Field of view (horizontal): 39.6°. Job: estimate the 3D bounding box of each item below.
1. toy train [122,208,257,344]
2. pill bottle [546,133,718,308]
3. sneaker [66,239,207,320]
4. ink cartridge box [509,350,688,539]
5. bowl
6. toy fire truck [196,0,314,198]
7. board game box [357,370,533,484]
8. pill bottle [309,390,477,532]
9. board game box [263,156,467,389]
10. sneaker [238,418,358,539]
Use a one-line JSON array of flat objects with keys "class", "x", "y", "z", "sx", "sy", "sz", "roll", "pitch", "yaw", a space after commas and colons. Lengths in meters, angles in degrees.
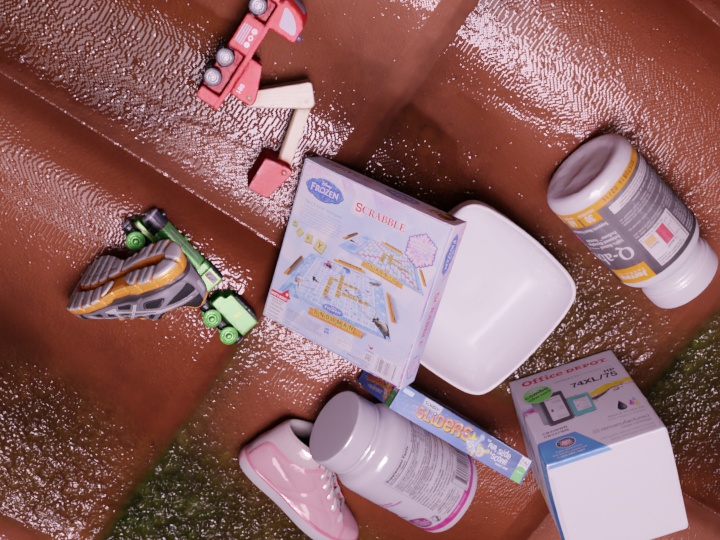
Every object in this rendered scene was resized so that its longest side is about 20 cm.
[{"class": "toy train", "x": -0.198, "y": 0.007, "z": 1.180, "sx": 0.056, "sy": 0.042, "sz": 0.200, "roll": -41, "pitch": 111, "yaw": 1}, {"class": "pill bottle", "x": 0.320, "y": -0.054, "z": 1.166, "sx": 0.116, "sy": 0.117, "sz": 0.200, "roll": -43, "pitch": 110, "yaw": 12}, {"class": "sneaker", "x": -0.257, "y": 0.027, "z": 1.132, "sx": 0.198, "sy": 0.079, "sz": 0.077, "roll": -11, "pitch": 138, "yaw": 37}, {"class": "ink cartridge box", "x": 0.286, "y": 0.222, "z": 1.230, "sx": 0.145, "sy": 0.200, "sz": 0.147, "roll": -18, "pitch": 112, "yaw": 2}, {"class": "bowl", "x": 0.135, "y": 0.026, "z": 1.202, "sx": 0.199, "sy": 0.075, "sz": 0.200, "roll": 38, "pitch": 104, "yaw": -18}, {"class": "toy fire truck", "x": -0.102, "y": -0.198, "z": 1.099, "sx": 0.140, "sy": 0.049, "sz": 0.201, "roll": 32, "pitch": 105, "yaw": -17}, {"class": "board game box", "x": 0.101, "y": 0.185, "z": 1.228, "sx": 0.199, "sy": 0.135, "sz": 0.035, "roll": 32, "pitch": 87, "yaw": -18}, {"class": "pill bottle", "x": 0.040, "y": 0.236, "z": 1.243, "sx": 0.199, "sy": 0.114, "sz": 0.114, "roll": 34, "pitch": 105, "yaw": -27}, {"class": "board game box", "x": 0.000, "y": 0.000, "z": 1.137, "sx": 0.199, "sy": 0.041, "sz": 0.201, "roll": 27, "pitch": 111, "yaw": 23}, {"class": "sneaker", "x": -0.052, "y": 0.270, "z": 1.281, "sx": 0.104, "sy": 0.076, "sz": 0.200, "roll": -41, "pitch": 106, "yaw": 17}]
